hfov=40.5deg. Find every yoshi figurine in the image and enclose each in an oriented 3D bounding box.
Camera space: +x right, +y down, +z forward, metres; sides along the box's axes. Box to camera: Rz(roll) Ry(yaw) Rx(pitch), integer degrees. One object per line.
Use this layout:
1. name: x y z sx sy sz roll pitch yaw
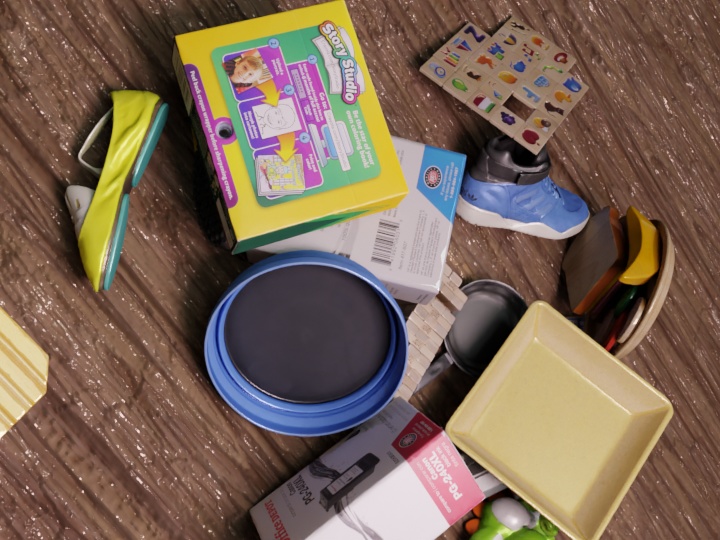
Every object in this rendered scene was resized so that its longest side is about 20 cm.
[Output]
1. yoshi figurine: 0.214 0.286 1.131 0.199 0.111 0.113 -36 112 -25

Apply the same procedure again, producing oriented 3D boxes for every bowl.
1. bowl: -0.051 0.071 0.955 0.197 0.040 0.203 -1 119 -2

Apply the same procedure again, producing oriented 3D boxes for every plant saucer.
1. plant saucer: 0.216 0.170 1.085 0.199 0.049 0.201 38 67 5

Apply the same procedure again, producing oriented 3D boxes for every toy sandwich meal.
1. toy sandwich meal: 0.297 0.013 1.160 0.069 0.205 0.208 23 72 -7

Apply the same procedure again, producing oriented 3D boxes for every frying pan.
1. frying pan: 0.127 0.100 1.131 0.114 0.031 0.191 35 77 -8

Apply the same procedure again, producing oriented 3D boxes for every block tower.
1. block tower: 0.046 0.085 1.074 0.054 0.058 0.201 42 66 -20

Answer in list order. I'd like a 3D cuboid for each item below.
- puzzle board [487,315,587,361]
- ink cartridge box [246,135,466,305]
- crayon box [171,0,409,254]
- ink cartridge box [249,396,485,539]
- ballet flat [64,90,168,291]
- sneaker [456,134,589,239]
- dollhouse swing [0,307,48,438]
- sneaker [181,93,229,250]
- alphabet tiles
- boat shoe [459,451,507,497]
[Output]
1. puzzle board: 0.239 0.136 1.214 0.198 0.017 0.153 -2 85 -33
2. ink cartridge box: -0.006 -0.062 0.993 0.197 0.084 0.148 14 78 -2
3. crayon box: -0.067 -0.137 0.921 0.170 0.058 0.203 -16 82 -17
4. ink cartridge box: 0.000 0.228 0.945 0.199 0.145 0.084 -36 104 -9
5. ballet flat: -0.238 -0.080 0.915 0.066 0.067 0.203 16 73 -8
6. sneaker: 0.211 -0.106 1.159 0.197 0.112 0.077 6 38 -27
7. dollhouse swing: -0.355 0.063 0.765 0.176 0.182 0.200 42 63 1
8. sneaker: -0.121 -0.124 0.980 0.089 0.070 0.203 -7 87 -29
9. alphabet tiles: 0.182 -0.236 1.167 0.166 0.008 0.200 36 49 7
10. boat shoe: 0.088 0.237 1.083 0.198 0.071 0.064 -15 65 -27
